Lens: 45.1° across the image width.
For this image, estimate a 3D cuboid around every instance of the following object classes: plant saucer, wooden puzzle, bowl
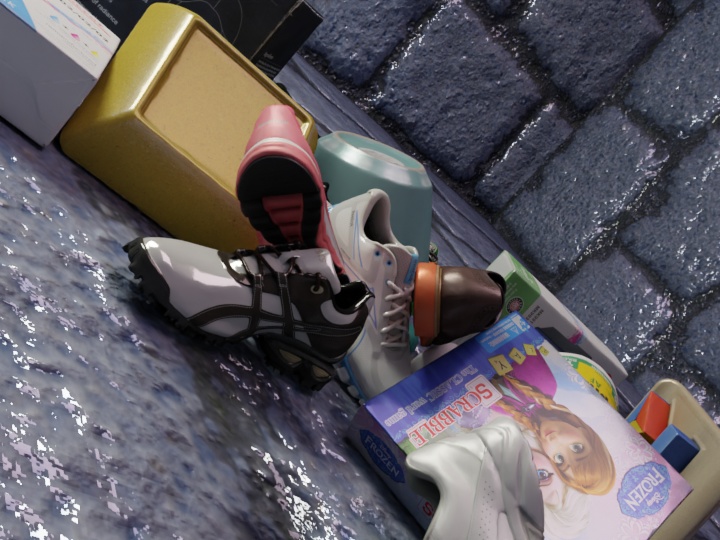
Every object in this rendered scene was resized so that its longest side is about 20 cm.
[{"bbox_3d":[-0.119,-0.116,0.725,0.199,0.048,0.202,39,44,-24],"label":"plant saucer"},{"bbox_3d":[0.264,0.201,0.839,0.046,0.186,0.200,36,12,-6],"label":"wooden puzzle"},{"bbox_3d":[0.003,-0.089,0.992,0.197,0.107,0.201,19,17,-6],"label":"bowl"}]

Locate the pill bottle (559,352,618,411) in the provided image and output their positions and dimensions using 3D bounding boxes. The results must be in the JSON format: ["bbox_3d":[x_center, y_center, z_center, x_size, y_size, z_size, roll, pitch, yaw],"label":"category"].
[{"bbox_3d":[0.187,0.166,0.833,0.113,0.113,0.200,44,26,2],"label":"pill bottle"}]

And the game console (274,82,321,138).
[{"bbox_3d":[-0.122,-0.179,1.244,0.173,0.118,0.201,0,34,-27],"label":"game console"}]

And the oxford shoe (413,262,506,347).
[{"bbox_3d":[0.084,0.030,0.719,0.071,0.073,0.200,2,0,7],"label":"oxford shoe"}]

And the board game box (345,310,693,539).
[{"bbox_3d":[0.123,0.144,0.649,0.198,0.041,0.200,-25,62,-41],"label":"board game box"}]

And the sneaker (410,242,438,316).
[{"bbox_3d":[0.055,-0.006,1.084,0.078,0.085,0.200,42,13,-8],"label":"sneaker"}]

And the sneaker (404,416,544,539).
[{"bbox_3d":[0.072,0.193,0.514,0.078,0.097,0.203,89,-10,-57],"label":"sneaker"}]

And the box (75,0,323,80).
[{"bbox_3d":[-0.178,-0.260,0.889,0.200,0.197,0.124,44,12,1],"label":"box"}]

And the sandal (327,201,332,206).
[{"bbox_3d":[-0.050,-0.034,0.808,0.207,0.079,0.059,49,-16,13],"label":"sandal"}]

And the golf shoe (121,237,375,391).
[{"bbox_3d":[-0.070,0.007,0.598,0.199,0.095,0.078,30,19,-46],"label":"golf shoe"}]

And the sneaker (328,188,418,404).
[{"bbox_3d":[0.017,0.023,0.730,0.074,0.086,0.204,4,64,-52],"label":"sneaker"}]

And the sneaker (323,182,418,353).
[{"bbox_3d":[0.000,0.000,0.876,0.200,0.080,0.071,47,13,-7],"label":"sneaker"}]

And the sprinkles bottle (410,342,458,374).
[{"bbox_3d":[0.106,0.155,0.722,0.068,0.068,0.201,28,23,-52],"label":"sprinkles bottle"}]

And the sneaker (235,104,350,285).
[{"bbox_3d":[-0.046,-0.039,0.664,0.202,0.072,0.088,85,2,-50],"label":"sneaker"}]

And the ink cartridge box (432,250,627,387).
[{"bbox_3d":[0.203,0.102,1.064,0.199,0.146,0.088,41,12,-12],"label":"ink cartridge box"}]

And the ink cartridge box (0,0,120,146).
[{"bbox_3d":[-0.256,-0.182,0.674,0.115,0.068,0.201,39,13,-23],"label":"ink cartridge box"}]
